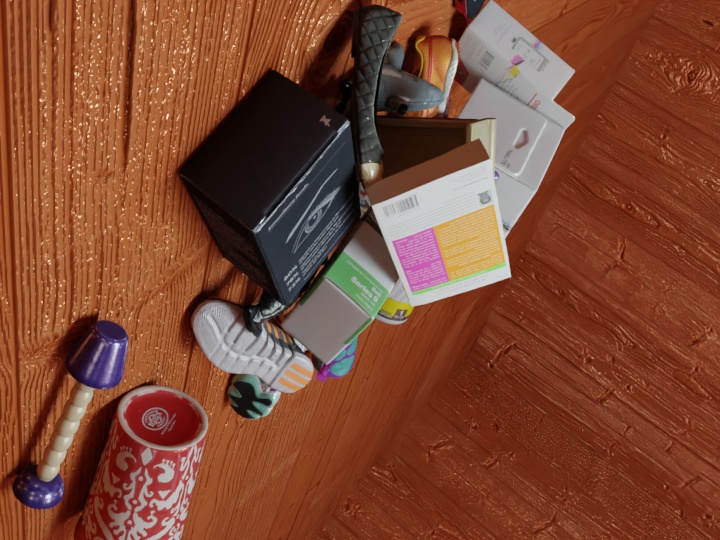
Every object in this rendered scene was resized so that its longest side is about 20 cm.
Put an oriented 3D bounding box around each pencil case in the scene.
[{"bbox_3d":[-0.043,0.109,1.311,0.202,0.083,0.094,99,15,-55],"label":"pencil case"}]

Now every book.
[{"bbox_3d":[0.092,-0.043,0.848,0.131,0.049,0.201,-21,143,2],"label":"book"}]

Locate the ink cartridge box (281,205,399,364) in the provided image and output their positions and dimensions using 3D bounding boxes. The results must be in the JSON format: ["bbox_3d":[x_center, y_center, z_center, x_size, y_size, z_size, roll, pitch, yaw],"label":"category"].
[{"bbox_3d":[0.000,0.000,0.980,0.201,0.084,0.146,-55,-175,-39],"label":"ink cartridge box"}]

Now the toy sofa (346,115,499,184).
[{"bbox_3d":[0.070,-0.147,0.922,0.097,0.196,0.085,-23,117,-53],"label":"toy sofa"}]

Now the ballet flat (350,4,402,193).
[{"bbox_3d":[0.017,-0.184,0.802,0.066,0.055,0.206,91,0,-86],"label":"ballet flat"}]

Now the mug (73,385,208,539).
[{"bbox_3d":[-0.265,0.238,0.914,0.130,0.178,0.204,6,120,-29],"label":"mug"}]

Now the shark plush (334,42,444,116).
[{"bbox_3d":[0.032,-0.217,0.900,0.092,0.083,0.199,-60,163,20],"label":"shark plush"}]

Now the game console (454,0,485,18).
[{"bbox_3d":[0.175,-0.443,0.974,0.179,0.031,0.200,-54,164,-5],"label":"game console"}]

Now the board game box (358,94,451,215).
[{"bbox_3d":[0.066,-0.176,1.135,0.200,0.034,0.128,-43,150,-39],"label":"board game box"}]

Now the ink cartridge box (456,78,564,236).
[{"bbox_3d":[0.176,-0.134,1.102,0.148,0.144,0.201,-56,175,-37],"label":"ink cartridge box"}]

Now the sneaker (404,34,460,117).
[{"bbox_3d":[0.084,-0.225,1.040,0.074,0.075,0.204,-79,178,-60],"label":"sneaker"}]

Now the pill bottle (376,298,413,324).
[{"bbox_3d":[0.079,-0.009,1.392,0.109,0.108,0.203,-28,148,-57],"label":"pill bottle"}]

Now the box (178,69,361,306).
[{"bbox_3d":[-0.084,-0.079,0.794,0.149,0.103,0.201,-50,162,-17],"label":"box"}]

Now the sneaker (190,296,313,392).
[{"bbox_3d":[-0.150,0.078,0.967,0.077,0.112,0.200,-43,130,4],"label":"sneaker"}]

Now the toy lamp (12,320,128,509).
[{"bbox_3d":[-0.280,0.140,0.737,0.203,0.058,0.058,-61,163,19],"label":"toy lamp"}]

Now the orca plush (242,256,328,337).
[{"bbox_3d":[-0.076,-0.017,0.912,0.201,0.070,0.107,-53,125,-39],"label":"orca plush"}]

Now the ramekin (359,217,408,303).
[{"bbox_3d":[0.080,-0.041,1.197,0.202,0.202,0.095,-41,172,-38],"label":"ramekin"}]

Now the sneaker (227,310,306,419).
[{"bbox_3d":[-0.121,0.131,1.150,0.201,0.077,0.140,-51,180,34],"label":"sneaker"}]

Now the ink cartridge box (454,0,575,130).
[{"bbox_3d":[0.229,-0.279,1.102,0.068,0.199,0.117,-48,179,-20],"label":"ink cartridge box"}]
